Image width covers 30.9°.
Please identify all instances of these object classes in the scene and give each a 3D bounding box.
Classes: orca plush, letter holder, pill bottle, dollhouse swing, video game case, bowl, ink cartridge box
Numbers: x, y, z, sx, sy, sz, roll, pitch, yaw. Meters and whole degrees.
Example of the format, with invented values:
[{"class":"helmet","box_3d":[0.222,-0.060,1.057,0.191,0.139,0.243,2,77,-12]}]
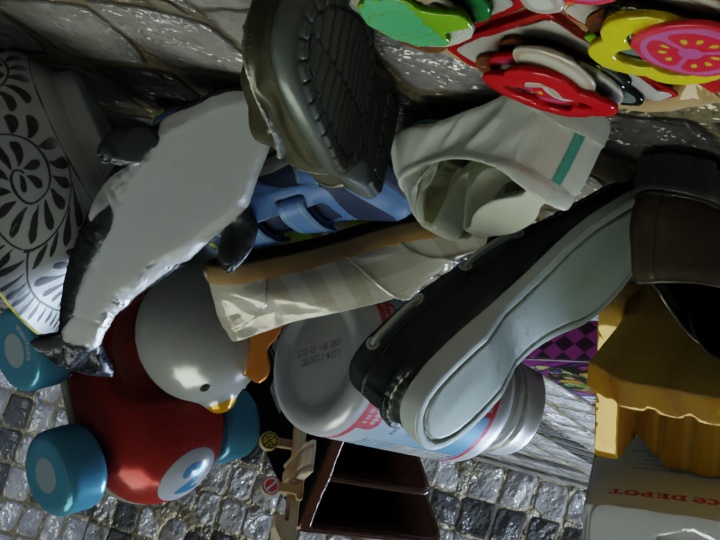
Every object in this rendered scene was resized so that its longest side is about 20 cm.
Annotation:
[{"class":"orca plush","box_3d":[-0.119,-0.028,0.788,0.104,0.202,0.071,22,-167,-11]},{"class":"letter holder","box_3d":[0.000,0.128,1.106,0.140,0.102,0.200,13,-158,-24]},{"class":"pill bottle","box_3d":[0.042,0.081,0.958,0.198,0.110,0.108,16,172,-39]},{"class":"dollhouse swing","box_3d":[0.235,0.106,0.796,0.197,0.176,0.184,9,123,21]},{"class":"video game case","box_3d":[0.240,0.074,0.981,0.198,0.036,0.181,1,165,26]},{"class":"bowl","box_3d":[-0.203,-0.068,0.831,0.093,0.202,0.201,-26,168,-3]},{"class":"ink cartridge box","box_3d":[0.242,0.175,0.962,0.143,0.085,0.200,5,-164,15]}]

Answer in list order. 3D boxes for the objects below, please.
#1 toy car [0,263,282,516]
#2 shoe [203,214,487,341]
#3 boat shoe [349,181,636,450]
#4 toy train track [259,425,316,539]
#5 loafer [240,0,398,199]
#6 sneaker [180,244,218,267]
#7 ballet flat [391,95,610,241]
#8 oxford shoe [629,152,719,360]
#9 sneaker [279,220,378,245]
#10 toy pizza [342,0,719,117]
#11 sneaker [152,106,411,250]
[{"class":"toy car","box_3d":[-0.122,0.069,0.923,0.199,0.179,0.183,-19,175,43]},{"class":"shoe","box_3d":[0.000,0.000,0.841,0.197,0.054,0.070,-12,-173,-4]},{"class":"boat shoe","box_3d":[0.079,0.008,0.679,0.060,0.199,0.076,34,146,36]},{"class":"toy train track","box_3d":[-0.056,0.108,0.997,0.032,0.203,0.115,10,160,-10]},{"class":"loafer","box_3d":[-0.029,-0.080,0.624,0.069,0.076,0.200,11,168,11]},{"class":"sneaker","box_3d":[-0.134,-0.044,0.980,0.120,0.084,0.199,21,173,41]},{"class":"ballet flat","box_3d":[0.058,-0.048,0.674,0.069,0.070,0.200,21,169,-18]},{"class":"oxford shoe","box_3d":[0.206,0.013,0.697,0.198,0.086,0.072,23,167,-34]},{"class":"sneaker","box_3d":[-0.012,-0.007,0.973,0.104,0.077,0.200,20,168,-18]},{"class":"toy pizza","box_3d":[0.069,-0.098,0.490,0.198,0.032,0.200,17,170,3]},{"class":"sneaker","box_3d":[-0.054,-0.047,0.819,0.198,0.083,0.074,10,166,30]}]
